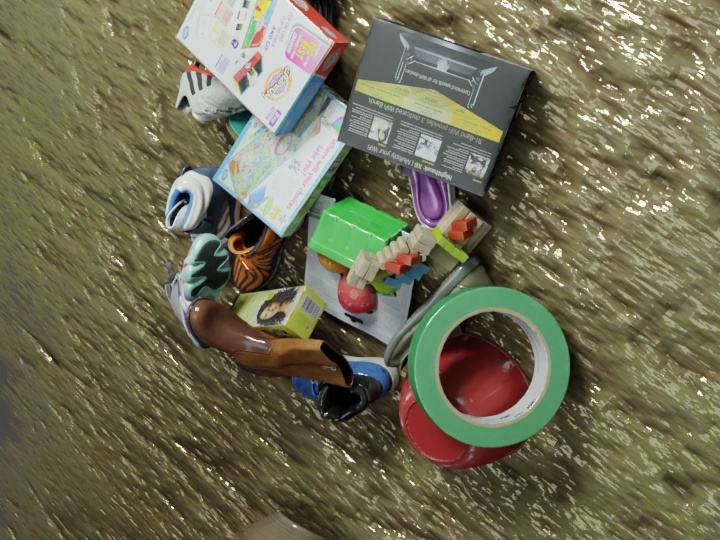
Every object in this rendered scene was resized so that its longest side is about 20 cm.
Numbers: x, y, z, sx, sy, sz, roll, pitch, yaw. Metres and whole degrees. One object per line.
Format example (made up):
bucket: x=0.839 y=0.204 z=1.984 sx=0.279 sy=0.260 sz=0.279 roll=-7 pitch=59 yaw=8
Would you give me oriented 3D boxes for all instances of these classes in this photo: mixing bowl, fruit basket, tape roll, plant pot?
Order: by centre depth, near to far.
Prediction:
tape roll: x=0.162 y=0.120 z=0.973 sx=0.200 sy=0.048 sz=0.201 roll=0 pitch=90 yaw=-6
mixing bowl: x=0.129 y=0.198 z=1.066 sx=0.200 sy=0.108 sz=0.200 roll=12 pitch=114 yaw=30
fruit basket: x=0.000 y=0.000 z=1.110 sx=0.185 sy=0.094 sz=0.200 roll=26 pitch=136 yaw=25
plant pot: x=-0.116 y=0.480 z=1.325 sx=0.201 sy=0.201 sz=0.093 roll=24 pitch=79 yaw=25

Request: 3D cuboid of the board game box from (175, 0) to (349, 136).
board game box: x=-0.131 y=-0.298 z=0.993 sx=0.200 sy=0.040 sz=0.153 roll=46 pitch=122 yaw=9

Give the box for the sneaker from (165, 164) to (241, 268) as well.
sneaker: x=-0.258 y=-0.067 z=1.207 sx=0.081 sy=0.146 sz=0.200 roll=26 pitch=120 yaw=24

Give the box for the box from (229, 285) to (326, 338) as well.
box: x=-0.141 y=0.072 z=1.194 sx=0.050 sy=0.075 sz=0.200 roll=42 pitch=149 yaw=-27

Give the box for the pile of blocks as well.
pile of blocks: x=0.078 y=-0.014 z=0.987 sx=0.200 sy=0.062 sz=0.082 roll=-27 pitch=109 yaw=6

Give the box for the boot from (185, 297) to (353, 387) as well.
boot: x=-0.130 y=0.107 z=1.087 sx=0.200 sy=0.069 sz=0.188 roll=4 pitch=141 yaw=39

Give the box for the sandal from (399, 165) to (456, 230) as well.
sandal: x=0.077 y=-0.148 z=1.008 sx=0.082 sy=0.050 sz=0.203 roll=-16 pitch=97 yaw=37

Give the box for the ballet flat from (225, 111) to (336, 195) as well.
ballet flat: x=-0.120 y=-0.166 z=1.139 sx=0.200 sy=0.068 sz=0.072 roll=28 pitch=140 yaw=19

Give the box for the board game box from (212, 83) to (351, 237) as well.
board game box: x=-0.098 y=-0.165 z=1.056 sx=0.134 sy=0.034 sz=0.200 roll=41 pitch=108 yaw=11

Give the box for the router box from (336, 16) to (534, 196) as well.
router box: x=0.089 y=-0.201 z=0.939 sx=0.200 sy=0.052 sz=0.157 roll=23 pitch=110 yaw=11

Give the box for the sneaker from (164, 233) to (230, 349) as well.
sneaker: x=-0.268 y=0.011 z=1.199 sx=0.140 sy=0.078 sz=0.200 roll=38 pitch=130 yaw=39

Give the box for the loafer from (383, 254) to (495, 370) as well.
loafer: x=0.107 y=0.070 z=1.039 sx=0.070 sy=0.075 sz=0.200 roll=43 pitch=112 yaw=6

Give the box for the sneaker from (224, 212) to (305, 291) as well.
sneaker: x=-0.171 y=-0.034 z=1.182 sx=0.078 sy=0.112 sz=0.200 roll=42 pitch=126 yaw=15

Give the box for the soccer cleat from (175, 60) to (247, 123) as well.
soccer cleat: x=-0.204 y=-0.250 z=1.124 sx=0.200 sy=0.069 sz=0.085 roll=26 pitch=92 yaw=42

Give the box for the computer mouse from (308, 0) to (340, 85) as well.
computer mouse: x=-0.114 y=-0.308 z=1.086 sx=0.200 sy=0.046 sz=0.141 roll=-8 pitch=99 yaw=24

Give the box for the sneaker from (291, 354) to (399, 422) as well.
sneaker: x=-0.050 y=0.180 z=1.180 sx=0.200 sy=0.111 sz=0.077 roll=-4 pitch=105 yaw=36
